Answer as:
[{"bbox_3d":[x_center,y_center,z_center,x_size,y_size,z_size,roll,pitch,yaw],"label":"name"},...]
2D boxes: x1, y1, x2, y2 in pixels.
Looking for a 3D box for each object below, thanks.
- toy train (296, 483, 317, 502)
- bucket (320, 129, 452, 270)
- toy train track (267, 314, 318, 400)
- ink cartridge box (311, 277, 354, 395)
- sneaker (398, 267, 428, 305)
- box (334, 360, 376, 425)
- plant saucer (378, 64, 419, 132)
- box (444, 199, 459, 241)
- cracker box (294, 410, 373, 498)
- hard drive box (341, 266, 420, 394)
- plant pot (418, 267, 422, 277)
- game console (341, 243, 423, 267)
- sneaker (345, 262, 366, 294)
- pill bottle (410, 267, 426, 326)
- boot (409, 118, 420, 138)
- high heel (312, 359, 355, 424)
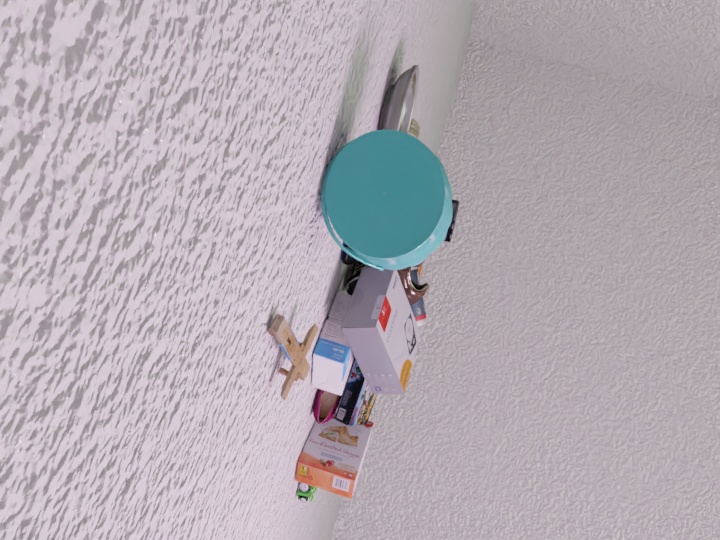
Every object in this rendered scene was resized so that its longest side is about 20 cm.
[{"bbox_3d":[-0.109,0.471,1.674,0.201,0.040,0.058,-61,155,-64],"label":"toy train"},{"bbox_3d":[0.042,-0.105,1.034,0.135,0.202,0.213,9,97,-81],"label":"bucket"},{"bbox_3d":[-0.104,0.109,0.983,0.201,0.032,0.117,78,34,-63],"label":"toy train track"},{"bbox_3d":[-0.036,0.129,1.411,0.117,0.065,0.203,95,12,-50],"label":"ink cartridge box"},{"bbox_3d":[0.068,-0.015,1.492,0.075,0.201,0.071,-33,-159,15],"label":"sneaker"},{"bbox_3d":[0.014,0.237,1.542,0.205,0.037,0.136,-70,160,-3],"label":"box"},{"bbox_3d":[0.072,-0.316,1.418,0.200,0.049,0.206,15,89,-84],"label":"plant saucer"},{"bbox_3d":[0.108,-0.123,1.501,0.159,0.194,0.047,74,29,-75],"label":"box"},{"bbox_3d":[-0.055,0.402,1.571,0.201,0.130,0.059,-63,167,-62],"label":"cracker box"},{"bbox_3d":[0.044,0.119,1.380,0.202,0.075,0.158,66,33,-40],"label":"hard drive box"},{"bbox_3d":[0.100,-0.024,1.898,0.200,0.136,0.206,16,90,-83],"label":"plant pot"},{"bbox_3d":[0.064,-0.103,1.364,0.170,0.116,0.205,-22,128,-60],"label":"game console"},{"bbox_3d":[0.000,0.000,1.528,0.200,0.070,0.085,-19,92,-82],"label":"sneaker"},{"bbox_3d":[0.085,0.036,1.658,0.120,0.116,0.206,-15,95,-82],"label":"pill bottle"},{"bbox_3d":[0.098,-0.267,1.669,0.200,0.070,0.159,88,12,-83],"label":"boot"},{"bbox_3d":[-0.053,0.228,1.503,0.204,0.066,0.096,-64,-175,8],"label":"high heel"}]
